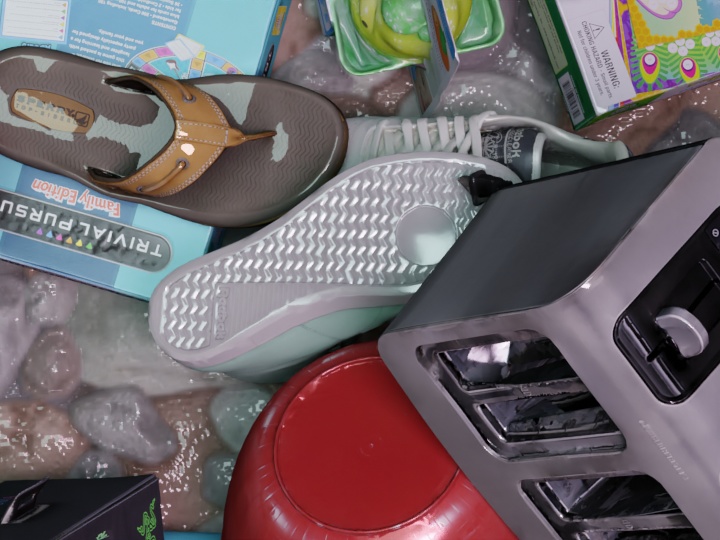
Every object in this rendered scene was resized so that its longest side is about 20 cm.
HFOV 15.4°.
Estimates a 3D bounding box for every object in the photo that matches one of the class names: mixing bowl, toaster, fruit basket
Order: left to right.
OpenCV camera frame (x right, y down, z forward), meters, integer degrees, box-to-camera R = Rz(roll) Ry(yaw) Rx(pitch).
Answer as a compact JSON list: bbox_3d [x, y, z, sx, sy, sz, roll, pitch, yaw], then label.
[{"bbox_3d":[0.014,-0.174,1.329,0.093,0.200,0.186,-13,86,2],"label":"fruit basket"},{"bbox_3d":[0.016,0.110,1.310,0.199,0.109,0.201,-6,58,9],"label":"mixing bowl"},{"bbox_3d":[0.123,0.046,1.203,0.119,0.200,0.181,-47,109,-28],"label":"toaster"}]

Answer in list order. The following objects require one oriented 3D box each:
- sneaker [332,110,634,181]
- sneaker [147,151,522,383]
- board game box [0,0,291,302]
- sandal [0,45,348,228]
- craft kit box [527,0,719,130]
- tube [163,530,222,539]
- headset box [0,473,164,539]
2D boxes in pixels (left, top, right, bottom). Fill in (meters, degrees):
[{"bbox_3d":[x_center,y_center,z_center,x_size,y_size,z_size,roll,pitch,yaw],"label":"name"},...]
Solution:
[{"bbox_3d":[0.047,-0.053,1.366,0.199,0.081,0.077,6,65,9],"label":"sneaker"},{"bbox_3d":[0.000,0.000,1.357,0.199,0.118,0.074,-20,76,11],"label":"sneaker"},{"bbox_3d":[-0.130,-0.092,1.409,0.150,0.047,0.201,16,88,5],"label":"board game box"},{"bbox_3d":[-0.107,-0.074,1.355,0.199,0.055,0.082,15,87,6],"label":"sandal"},{"bbox_3d":[0.169,-0.196,1.374,0.197,0.049,0.201,-19,85,-17],"label":"craft kit box"},{"bbox_3d":[-0.101,0.166,1.394,0.199,0.050,0.078,-2,84,9],"label":"tube"},{"bbox_3d":[-0.160,0.203,1.305,0.092,0.174,0.201,-3,97,17],"label":"headset box"}]
